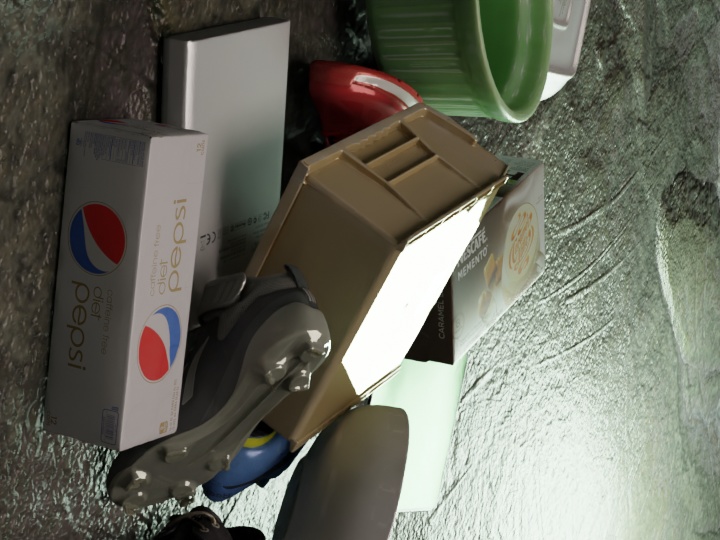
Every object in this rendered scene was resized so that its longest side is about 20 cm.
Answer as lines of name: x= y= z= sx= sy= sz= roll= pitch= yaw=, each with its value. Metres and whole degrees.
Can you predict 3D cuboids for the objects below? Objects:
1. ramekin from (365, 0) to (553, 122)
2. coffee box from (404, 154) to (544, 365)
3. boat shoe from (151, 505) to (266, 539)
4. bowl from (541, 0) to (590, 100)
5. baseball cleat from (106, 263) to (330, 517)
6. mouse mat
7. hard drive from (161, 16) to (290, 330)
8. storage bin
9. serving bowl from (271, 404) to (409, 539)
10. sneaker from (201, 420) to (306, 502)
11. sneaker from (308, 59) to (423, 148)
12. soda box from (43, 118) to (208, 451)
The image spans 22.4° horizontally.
ramekin: x=0.078 y=-0.216 z=1.442 sx=0.200 sy=0.097 sz=0.202 roll=0 pitch=90 yaw=-67
coffee box: x=0.088 y=-0.014 z=1.600 sx=0.200 sy=0.079 sz=0.115 roll=-39 pitch=132 yaw=-52
boat shoe: x=-0.116 y=0.202 z=1.305 sx=0.200 sy=0.069 sz=0.067 roll=25 pitch=71 yaw=-64
bowl: x=0.150 y=-0.245 z=1.637 sx=0.199 sy=0.074 sz=0.202 roll=2 pitch=101 yaw=-63
baseball cleat: x=-0.102 y=0.076 z=1.233 sx=0.200 sy=0.107 sz=0.070 roll=-39 pitch=140 yaw=17
mouse mat: x=0.046 y=0.143 z=1.667 sx=0.200 sy=0.007 sz=0.162 roll=12 pitch=89 yaw=-63
hard drive: x=-0.096 y=-0.069 z=1.272 sx=0.132 sy=0.027 sz=0.202 roll=-25 pitch=123 yaw=-58
storage bin: x=0.000 y=0.000 z=1.325 sx=0.198 sy=0.093 sz=0.201 roll=-33 pitch=155 yaw=-56
serving bowl: x=-0.026 y=0.190 z=1.359 sx=0.200 sy=0.065 sz=0.202 roll=-161 pitch=-90 yaw=-84
sneaker: x=-0.062 y=0.111 z=1.386 sx=0.200 sy=0.066 sz=0.079 roll=-35 pitch=147 yaw=-55
sneaker: x=0.004 y=-0.080 z=1.412 sx=0.200 sy=0.078 sz=0.116 roll=35 pitch=68 yaw=-61
soda box: x=-0.149 y=0.008 z=1.158 sx=0.068 sy=0.063 sz=0.202 roll=-12 pitch=112 yaw=-61
